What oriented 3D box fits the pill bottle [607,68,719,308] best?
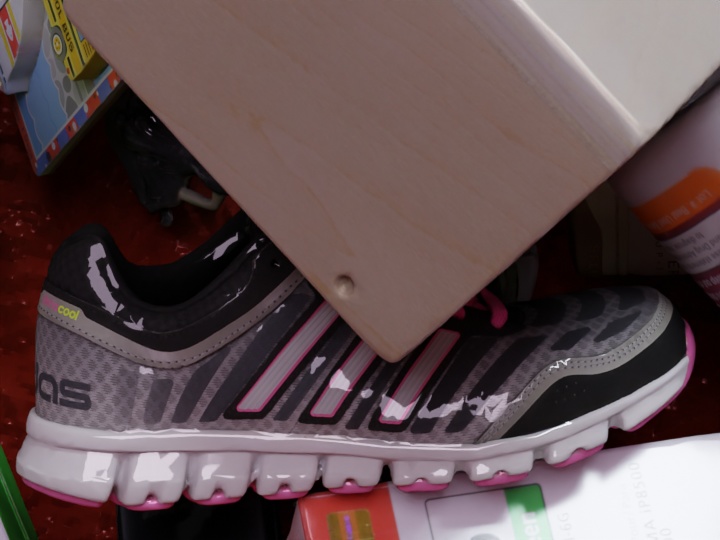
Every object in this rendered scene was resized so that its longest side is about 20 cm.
[{"bbox_3d":[0.178,0.006,0.740,0.114,0.114,0.200,-44,95,-12],"label":"pill bottle"}]

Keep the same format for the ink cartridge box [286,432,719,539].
[{"bbox_3d":[0.022,0.116,0.715,0.199,0.050,0.109,-7,66,-11],"label":"ink cartridge box"}]

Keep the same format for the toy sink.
[{"bbox_3d":[0.034,-0.086,0.700,0.130,0.112,0.200,47,36,-1],"label":"toy sink"}]

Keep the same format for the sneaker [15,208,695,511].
[{"bbox_3d":[-0.003,0.014,0.721,0.199,0.074,0.088,-6,102,-3],"label":"sneaker"}]

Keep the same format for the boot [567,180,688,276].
[{"bbox_3d":[0.153,-0.089,0.844,0.155,0.073,0.201,5,69,9],"label":"boot"}]

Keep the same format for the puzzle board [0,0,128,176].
[{"bbox_3d":[-0.110,-0.148,0.798,0.017,0.151,0.201,-12,76,-31],"label":"puzzle board"}]

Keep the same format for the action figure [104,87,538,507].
[{"bbox_3d":[0.000,0.000,0.807,0.119,0.102,0.200,-27,63,-25],"label":"action figure"}]

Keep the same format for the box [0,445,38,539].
[{"bbox_3d":[-0.193,0.098,0.789,0.176,0.097,0.201,-25,67,-4],"label":"box"}]

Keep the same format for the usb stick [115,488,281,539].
[{"bbox_3d":[-0.047,0.133,0.794,0.055,0.033,0.201,-10,66,9],"label":"usb stick"}]
